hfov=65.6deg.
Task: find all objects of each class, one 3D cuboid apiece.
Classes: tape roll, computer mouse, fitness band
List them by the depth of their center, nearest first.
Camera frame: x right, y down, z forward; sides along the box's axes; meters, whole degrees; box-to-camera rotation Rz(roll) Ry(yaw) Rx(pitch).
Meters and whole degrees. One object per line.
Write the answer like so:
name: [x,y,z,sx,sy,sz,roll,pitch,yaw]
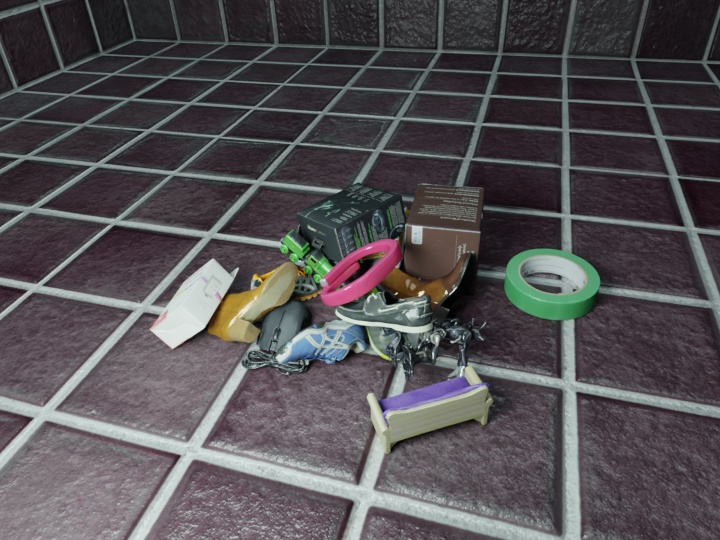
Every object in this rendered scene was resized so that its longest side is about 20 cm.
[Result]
fitness band: [0.000,0.000,1.110,0.143,0.038,0.200,-9,27,47]
computer mouse: [-0.154,0.119,1.137,0.136,0.053,0.201,3,36,9]
tape roll: [0.420,0.026,1.232,0.197,0.049,0.202,-2,35,1]

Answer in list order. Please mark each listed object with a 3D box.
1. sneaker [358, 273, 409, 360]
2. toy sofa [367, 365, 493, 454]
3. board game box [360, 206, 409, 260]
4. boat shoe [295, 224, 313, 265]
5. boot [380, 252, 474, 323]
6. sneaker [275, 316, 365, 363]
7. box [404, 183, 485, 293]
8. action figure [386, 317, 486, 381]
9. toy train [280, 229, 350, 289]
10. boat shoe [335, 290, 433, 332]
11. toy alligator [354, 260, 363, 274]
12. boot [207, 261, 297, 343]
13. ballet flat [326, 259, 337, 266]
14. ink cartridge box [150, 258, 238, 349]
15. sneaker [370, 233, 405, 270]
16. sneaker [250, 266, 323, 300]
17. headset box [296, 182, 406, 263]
sneaker: [0.039,0.091,1.118,0.073,0.081,0.201,-22,56,-16]
toy sofa: [0.116,0.222,0.940,0.197,0.099,0.083,-13,37,-12]
board game box: [0.059,-0.095,1.333,0.094,0.030,0.201,-9,30,19]
boat shoe: [-0.124,-0.094,1.414,0.071,0.072,0.201,2,35,7]
boot: [0.129,0.023,1.198,0.198,0.068,0.190,21,83,32]
sneaker: [-0.067,0.140,1.058,0.198,0.076,0.078,-17,77,-35]
box: [0.196,-0.078,1.289,0.162,0.168,0.201,6,37,11]
action figure: [0.147,0.146,1.038,0.198,0.104,0.118,-10,21,-30]
toy train: [-0.094,-0.011,1.233,0.199,0.056,0.042,41,43,-2]
boat shoe: [0.041,0.067,1.035,0.197,0.069,0.072,4,18,31]
toy alligator: [0.010,-0.053,1.358,0.053,0.060,0.201,0,36,3]
boot: [-0.230,0.057,1.161,0.143,0.071,0.202,10,58,42]
ballet flat: [-0.068,-0.062,1.373,0.071,0.073,0.201,-6,35,-5]
ink cartridge box: [-0.344,0.056,1.179,0.116,0.068,0.201,-32,23,30]
sneaker: [0.074,-0.059,1.345,0.078,0.075,0.201,9,38,8]
sneaker: [-0.155,0.024,1.250,0.198,0.078,0.078,-22,38,-27]
headset box: [-0.025,-0.108,1.266,0.199,0.094,0.173,-30,32,-26]
